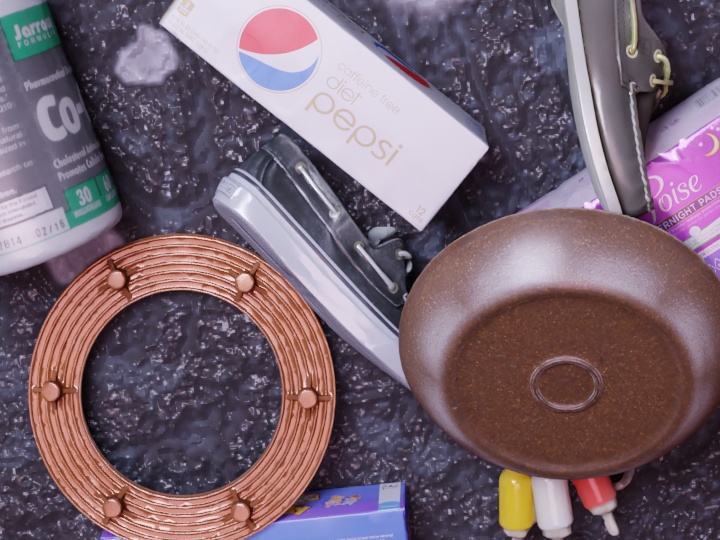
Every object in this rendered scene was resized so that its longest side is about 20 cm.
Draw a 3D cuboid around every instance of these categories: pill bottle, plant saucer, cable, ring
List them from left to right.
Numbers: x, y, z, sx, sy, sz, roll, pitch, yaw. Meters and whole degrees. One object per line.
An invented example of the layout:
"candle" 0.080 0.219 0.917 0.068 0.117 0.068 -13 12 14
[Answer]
"pill bottle" -0.224 -0.105 0.936 0.112 0.113 0.201 -17 104 7
"ring" -0.114 0.078 1.004 0.198 0.019 0.202 0 91 3
"cable" 0.113 0.084 1.001 0.096 0.050 0.201 -17 105 10
"plant saucer" 0.119 0.056 0.919 0.198 0.037 0.202 4 128 5

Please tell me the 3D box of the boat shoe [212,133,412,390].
"boat shoe" 0.000 0.000 0.975 0.071 0.072 0.200 -46 109 -8

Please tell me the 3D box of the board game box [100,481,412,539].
"board game box" -0.060 0.219 1.049 0.198 0.045 0.136 -6 104 4

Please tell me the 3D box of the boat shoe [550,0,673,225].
"boat shoe" 0.145 -0.126 0.906 0.060 0.072 0.204 -10 76 5

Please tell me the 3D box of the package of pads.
"package of pads" 0.189 -0.025 0.957 0.199 0.076 0.121 -34 102 10

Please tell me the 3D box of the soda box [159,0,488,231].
"soda box" -0.020 -0.115 0.950 0.200 0.064 0.068 38 103 -7
